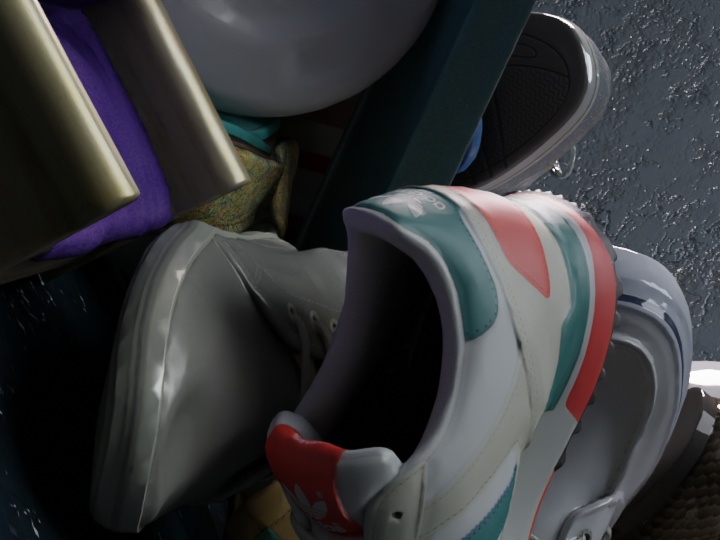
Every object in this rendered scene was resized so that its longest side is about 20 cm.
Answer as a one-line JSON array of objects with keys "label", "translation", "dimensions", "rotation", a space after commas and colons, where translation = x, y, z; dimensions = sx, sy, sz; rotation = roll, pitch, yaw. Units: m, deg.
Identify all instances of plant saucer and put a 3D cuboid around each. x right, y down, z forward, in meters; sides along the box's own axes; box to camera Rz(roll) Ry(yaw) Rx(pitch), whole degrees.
[{"label": "plant saucer", "translation": [0.022, -0.062, 0.726], "dimensions": [0.019, 0.201, 0.070], "rotation": [18, 18, -21]}]

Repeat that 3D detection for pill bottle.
[{"label": "pill bottle", "translation": [-0.053, -0.123, 0.779], "dimensions": [0.114, 0.114, 0.200], "rotation": [62, -9, -21]}]

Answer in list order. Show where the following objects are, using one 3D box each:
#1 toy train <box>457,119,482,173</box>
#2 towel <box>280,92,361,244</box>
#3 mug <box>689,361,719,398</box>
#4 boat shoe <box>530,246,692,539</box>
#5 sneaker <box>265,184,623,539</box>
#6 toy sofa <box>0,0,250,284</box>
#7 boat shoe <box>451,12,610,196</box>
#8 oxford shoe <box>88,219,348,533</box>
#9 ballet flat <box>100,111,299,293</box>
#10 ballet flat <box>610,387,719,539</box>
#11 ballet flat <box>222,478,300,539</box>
[{"label": "toy train", "translation": [-0.023, -0.072, 1.017], "dimensions": [0.200, 0.086, 0.115], "rotation": [57, -41, 34]}, {"label": "towel", "translation": [0.000, 0.000, 0.863], "dimensions": [0.144, 0.023, 0.201], "rotation": [22, -51, 63]}, {"label": "mug", "translation": [0.111, 0.124, 1.019], "dimensions": [0.148, 0.175, 0.200], "rotation": [66, 6, 19]}, {"label": "boat shoe", "translation": [0.052, 0.083, 0.739], "dimensions": [0.067, 0.073, 0.200], "rotation": [-86, -166, -48]}, {"label": "sneaker", "translation": [0.004, 0.072, 0.601], "dimensions": [0.093, 0.070, 0.201], "rotation": [9, 94, -49]}, {"label": "toy sofa", "translation": [-0.068, -0.047, 0.545], "dimensions": [0.083, 0.097, 0.200], "rotation": [63, 5, -1]}, {"label": "boat shoe", "translation": [0.046, -0.058, 1.047], "dimensions": [0.065, 0.202, 0.075], "rotation": [-2, 69, -38]}, {"label": "oxford shoe", "translation": [-0.029, 0.026, 0.628], "dimensions": [0.200, 0.057, 0.076], "rotation": [-32, 137, -78]}, {"label": "ballet flat", "translation": [-0.057, -0.021, 0.748], "dimensions": [0.071, 0.070, 0.200], "rotation": [64, 8, 0]}, {"label": "ballet flat", "translation": [0.080, 0.113, 0.808], "dimensions": [0.046, 0.200, 0.068], "rotation": [30, 39, -10]}, {"label": "ballet flat", "translation": [-0.017, 0.050, 0.759], "dimensions": [0.063, 0.069, 0.200], "rotation": [45, 10, -17]}]
